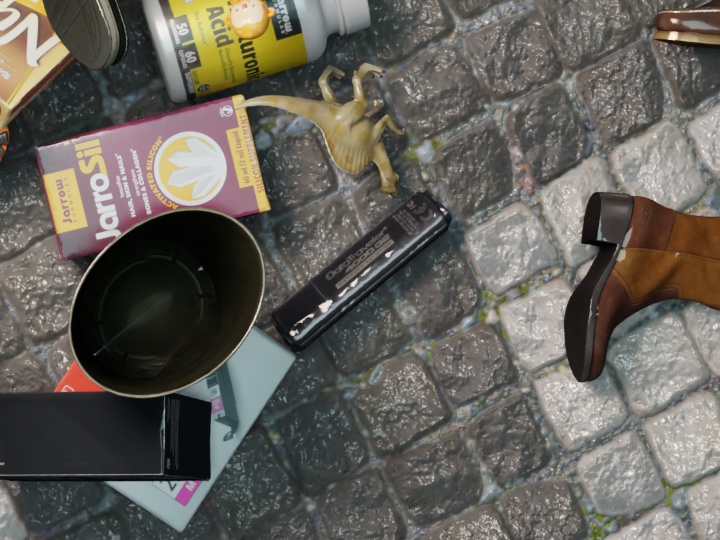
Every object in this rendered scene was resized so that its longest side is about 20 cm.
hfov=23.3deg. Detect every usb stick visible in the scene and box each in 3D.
[{"bbox_3d":[0.000,0.000,1.663,0.200,0.055,0.033,-40,140,-3],"label":"usb stick"}]

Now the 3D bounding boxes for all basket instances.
[{"bbox_3d":[-0.179,0.032,1.525,0.180,0.200,0.136,-40,96,-12],"label":"basket"}]

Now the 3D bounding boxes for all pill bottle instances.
[{"bbox_3d":[-0.096,-0.235,1.609,0.198,0.111,0.112,-19,94,-6],"label":"pill bottle"}]

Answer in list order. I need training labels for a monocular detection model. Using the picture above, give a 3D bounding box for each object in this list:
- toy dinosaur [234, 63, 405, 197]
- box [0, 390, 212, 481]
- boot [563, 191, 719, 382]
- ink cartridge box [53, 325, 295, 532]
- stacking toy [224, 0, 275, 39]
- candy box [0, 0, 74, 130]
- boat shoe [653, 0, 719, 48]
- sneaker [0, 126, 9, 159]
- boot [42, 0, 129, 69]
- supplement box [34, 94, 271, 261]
[{"bbox_3d":[-0.016,-0.143,1.622,0.199,0.058,0.102,31,61,-33],"label":"toy dinosaur"},{"bbox_3d":[-0.247,0.150,1.563,0.198,0.141,0.080,-2,79,12],"label":"box"},{"bbox_3d":[0.304,0.028,1.703,0.198,0.068,0.191,10,84,-14],"label":"boot"},{"bbox_3d":[-0.186,0.115,1.649,0.173,0.044,0.201,34,88,-8],"label":"ink cartridge box"},{"bbox_3d":[-0.098,-0.278,1.513,0.115,0.110,0.202,-9,53,10],"label":"stacking toy"},{"bbox_3d":[-0.339,-0.233,1.495,0.200,0.055,0.116,44,62,-6],"label":"candy box"},{"bbox_3d":[0.378,-0.246,1.684,0.198,0.070,0.071,1,99,-15],"label":"boat shoe"},{"bbox_3d":[-0.388,-0.078,1.606,0.075,0.079,0.200,41,104,-19],"label":"sneaker"},{"bbox_3d":[-0.205,-0.262,1.509,0.153,0.074,0.205,-6,57,-42],"label":"boot"},{"bbox_3d":[-0.192,-0.086,1.617,0.198,0.086,0.112,-14,94,-5],"label":"supplement box"}]
